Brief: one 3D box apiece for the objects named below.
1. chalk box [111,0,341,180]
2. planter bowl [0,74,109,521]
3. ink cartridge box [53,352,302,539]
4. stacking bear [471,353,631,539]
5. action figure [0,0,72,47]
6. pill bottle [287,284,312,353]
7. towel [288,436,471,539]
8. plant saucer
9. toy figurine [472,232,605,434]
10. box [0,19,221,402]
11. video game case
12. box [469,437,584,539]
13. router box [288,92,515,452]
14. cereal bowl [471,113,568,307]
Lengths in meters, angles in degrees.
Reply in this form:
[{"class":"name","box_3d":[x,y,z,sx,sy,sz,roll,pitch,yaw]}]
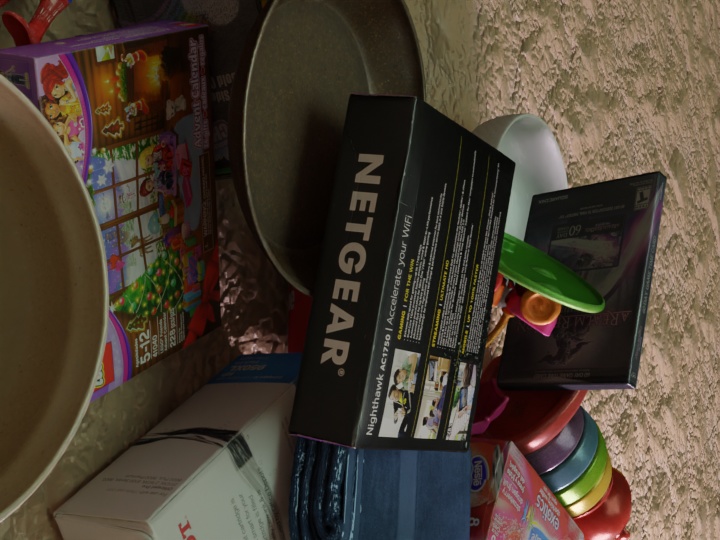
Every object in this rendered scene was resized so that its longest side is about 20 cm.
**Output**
[{"class":"chalk box","box_3d":[-0.066,-0.134,0.665,0.124,0.124,0.201,-39,121,-51]},{"class":"planter bowl","box_3d":[-0.223,0.012,0.404,0.200,0.134,0.202,7,82,-56]},{"class":"ink cartridge box","box_3d":[-0.085,0.164,0.647,0.200,0.084,0.145,-40,121,-52]},{"class":"stacking bear","box_3d":[0.196,0.189,0.950,0.114,0.121,0.200,-53,121,-25]},{"class":"action figure","box_3d":[-0.168,-0.212,0.569,0.052,0.065,0.201,75,30,-55]},{"class":"pill bottle","box_3d":[0.000,0.000,0.763,0.112,0.112,0.201,15,73,-55]},{"class":"towel","box_3d":[0.018,0.147,0.691,0.200,0.048,0.112,29,62,-55]},{"class":"plant saucer","box_3d":[-0.021,-0.084,0.583,0.200,0.036,0.202,-19,112,-57]},{"class":"toy figurine","box_3d":[0.081,0.058,0.861,0.185,0.199,0.150,-62,-177,15]},{"class":"box","box_3d":[-0.140,-0.037,0.578,0.137,0.039,0.201,-32,129,-52]},{"class":"video game case","box_3d":[0.201,0.012,0.898,0.019,0.142,0.201,31,64,-36]},{"class":"box","box_3d":[0.115,0.233,0.868,0.200,0.099,0.096,52,47,-42]},{"class":"router box","box_3d":[0.032,0.009,0.608,0.149,0.051,0.201,18,80,-57]},{"class":"cereal bowl","box_3d":[0.141,-0.059,1.008,0.200,0.083,0.201,2,88,-55]}]
